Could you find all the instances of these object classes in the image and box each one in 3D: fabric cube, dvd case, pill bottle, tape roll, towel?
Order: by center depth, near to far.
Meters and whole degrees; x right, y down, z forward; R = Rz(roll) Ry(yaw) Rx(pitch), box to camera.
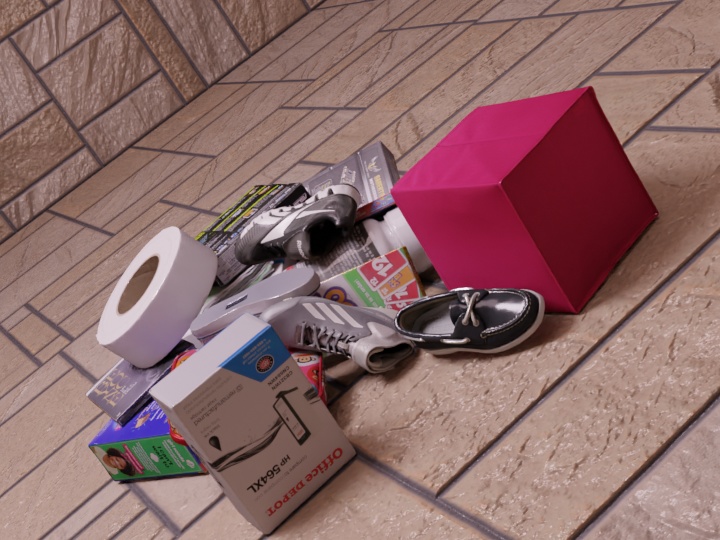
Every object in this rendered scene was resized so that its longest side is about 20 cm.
[{"bbox_3d":[0.199,-0.082,1.487,0.200,0.196,0.199,-45,24,-29],"label":"fabric cube"},{"bbox_3d":[0.000,0.000,1.708,0.200,0.114,0.114,-32,21,5],"label":"pill bottle"},{"bbox_3d":[-0.292,0.038,1.754,0.202,0.071,0.203,-41,28,28],"label":"tape roll"},{"bbox_3d":[-0.319,0.147,1.766,0.149,0.016,0.200,-46,21,-14],"label":"dvd case"},{"bbox_3d":[-0.230,0.027,1.862,0.149,0.031,0.200,-42,22,-24],"label":"towel"}]

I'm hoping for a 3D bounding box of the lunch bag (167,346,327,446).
[{"bbox_3d":[-0.142,0.146,1.545,0.199,0.082,0.176,-2,25,-1],"label":"lunch bag"}]

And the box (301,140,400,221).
[{"bbox_3d":[-0.006,-0.079,1.855,0.158,0.048,0.200,-27,52,16],"label":"box"}]

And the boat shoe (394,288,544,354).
[{"bbox_3d":[0.124,0.057,1.437,0.200,0.060,0.076,-20,52,43],"label":"boat shoe"}]

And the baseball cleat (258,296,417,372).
[{"bbox_3d":[-0.027,0.080,1.535,0.199,0.070,0.107,0,28,-7],"label":"baseball cleat"}]

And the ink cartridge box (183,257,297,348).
[{"bbox_3d":[-0.180,0.063,1.869,0.200,0.086,0.147,-31,21,12],"label":"ink cartridge box"}]

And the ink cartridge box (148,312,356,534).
[{"bbox_3d":[-0.118,0.173,1.388,0.146,0.200,0.084,-40,25,-17],"label":"ink cartridge box"}]

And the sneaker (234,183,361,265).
[{"bbox_3d":[-0.089,-0.046,1.678,0.200,0.067,0.091,-24,39,17],"label":"sneaker"}]

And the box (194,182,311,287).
[{"bbox_3d":[-0.186,-0.057,1.886,0.200,0.048,0.193,-44,17,-19],"label":"box"}]

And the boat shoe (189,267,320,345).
[{"bbox_3d":[-0.129,0.061,1.625,0.200,0.070,0.071,-26,23,20],"label":"boat shoe"}]

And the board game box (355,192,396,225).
[{"bbox_3d":[0.006,-0.076,1.749,0.200,0.019,0.103,-25,-4,18],"label":"board game box"}]

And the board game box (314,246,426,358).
[{"bbox_3d":[-0.013,0.050,1.629,0.200,0.096,0.030,-24,-3,17],"label":"board game box"}]

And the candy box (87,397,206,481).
[{"bbox_3d":[-0.251,0.201,1.686,0.200,0.077,0.169,-15,27,42],"label":"candy box"}]
